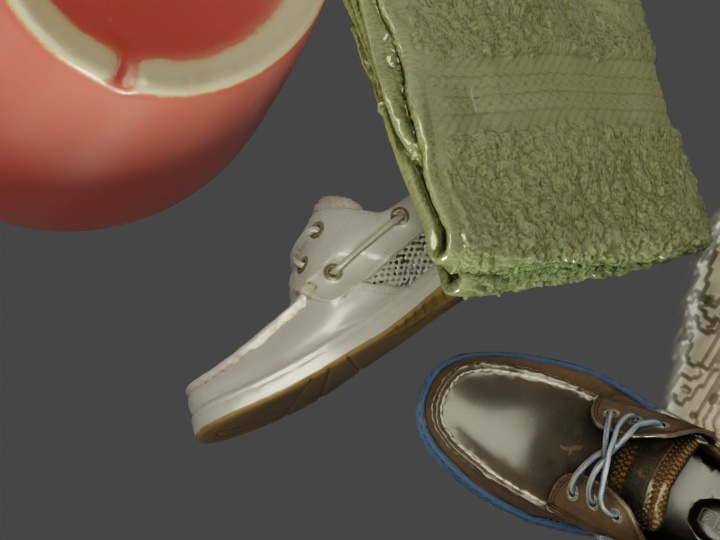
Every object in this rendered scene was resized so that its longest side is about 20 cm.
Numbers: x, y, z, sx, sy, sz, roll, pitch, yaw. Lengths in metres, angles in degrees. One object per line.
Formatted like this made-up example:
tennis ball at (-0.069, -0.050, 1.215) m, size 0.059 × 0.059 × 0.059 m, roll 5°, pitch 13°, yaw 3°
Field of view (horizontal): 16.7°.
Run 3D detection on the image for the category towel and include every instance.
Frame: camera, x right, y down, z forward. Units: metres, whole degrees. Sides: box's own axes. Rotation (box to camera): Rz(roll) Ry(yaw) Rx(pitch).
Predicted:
towel at (0.073, -0.064, 1.011) m, size 0.036 × 0.200 × 0.149 m, roll -25°, pitch 77°, yaw 36°

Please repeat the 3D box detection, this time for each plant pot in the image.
plant pot at (-0.102, -0.122, 0.986) m, size 0.200 × 0.177 × 0.201 m, roll 2°, pitch 83°, yaw -20°

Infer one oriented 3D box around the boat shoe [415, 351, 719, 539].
boat shoe at (0.119, 0.085, 1.040) m, size 0.199 × 0.072 × 0.072 m, roll 22°, pitch 81°, yaw 1°

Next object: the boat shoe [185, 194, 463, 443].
boat shoe at (0.000, 0.000, 1.054) m, size 0.200 × 0.071 × 0.069 m, roll -34°, pitch 84°, yaw -14°
